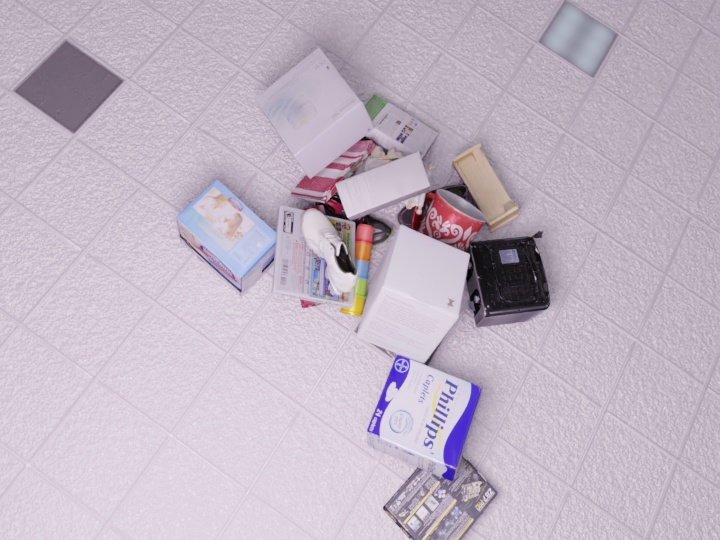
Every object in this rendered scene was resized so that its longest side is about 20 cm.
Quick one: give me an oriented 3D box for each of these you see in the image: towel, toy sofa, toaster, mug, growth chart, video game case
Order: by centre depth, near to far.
[{"bbox_3d":[-0.097,-0.030,1.483,0.178,0.022,0.205,11,63,-20],"label":"video game case"},{"bbox_3d":[0.179,-0.070,1.580,0.131,0.178,0.203,23,111,-14],"label":"mug"},{"bbox_3d":[0.338,0.022,1.606,0.195,0.119,0.185,-6,72,-12],"label":"toaster"},{"bbox_3d":[0.072,-0.215,1.606,0.196,0.018,0.148,15,71,21],"label":"growth chart"},{"bbox_3d":[-0.068,-0.241,1.638,0.201,0.142,0.023,-51,127,-21],"label":"towel"},{"bbox_3d":[0.306,-0.200,1.710,0.082,0.098,0.203,-28,77,2],"label":"toy sofa"}]

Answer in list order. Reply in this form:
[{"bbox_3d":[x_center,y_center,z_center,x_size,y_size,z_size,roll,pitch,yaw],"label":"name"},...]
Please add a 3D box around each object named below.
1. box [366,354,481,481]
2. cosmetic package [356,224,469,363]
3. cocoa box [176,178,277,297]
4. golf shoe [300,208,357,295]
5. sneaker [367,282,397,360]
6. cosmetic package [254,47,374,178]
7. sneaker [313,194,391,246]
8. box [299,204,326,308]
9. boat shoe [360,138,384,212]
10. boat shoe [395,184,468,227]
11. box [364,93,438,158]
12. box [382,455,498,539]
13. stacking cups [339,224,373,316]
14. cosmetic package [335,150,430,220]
[{"bbox_3d":[0.134,0.306,1.444,0.196,0.106,0.187,19,63,13],"label":"box"},{"bbox_3d":[0.108,0.054,1.436,0.164,0.201,0.169,22,52,-5],"label":"cosmetic package"},{"bbox_3d":[-0.289,-0.070,1.526,0.199,0.132,0.134,41,68,7],"label":"cocoa box"},{"bbox_3d":[-0.056,-0.054,1.443,0.077,0.097,0.203,-22,76,-30],"label":"golf shoe"},{"bbox_3d":[0.088,0.110,1.556,0.097,0.078,0.204,-13,73,-18],"label":"sneaker"},{"bbox_3d":[-0.107,-0.368,1.622,0.198,0.123,0.202,-37,67,2],"label":"cosmetic package"},{"bbox_3d":[-0.020,-0.120,1.616,0.196,0.084,0.078,24,68,0],"label":"sneaker"},{"bbox_3d":[-0.108,-0.030,1.559,0.093,0.100,0.205,-12,73,-15],"label":"box"},{"bbox_3d":[0.025,-0.231,1.672,0.066,0.072,0.205,-1,67,-11],"label":"boat shoe"},{"bbox_3d":[0.174,-0.160,1.674,0.196,0.065,0.073,-23,76,-16],"label":"boat shoe"},{"bbox_3d":[0.086,-0.349,1.717,0.198,0.037,0.145,33,43,2],"label":"box"},{"bbox_3d":[0.168,0.481,1.446,0.161,0.049,0.200,43,69,10],"label":"box"},{"bbox_3d":[0.000,0.000,1.565,0.059,0.061,0.205,12,81,-4],"label":"stacking cups"},{"bbox_3d":[0.051,-0.182,1.515,0.196,0.107,0.092,-23,89,1],"label":"cosmetic package"}]
